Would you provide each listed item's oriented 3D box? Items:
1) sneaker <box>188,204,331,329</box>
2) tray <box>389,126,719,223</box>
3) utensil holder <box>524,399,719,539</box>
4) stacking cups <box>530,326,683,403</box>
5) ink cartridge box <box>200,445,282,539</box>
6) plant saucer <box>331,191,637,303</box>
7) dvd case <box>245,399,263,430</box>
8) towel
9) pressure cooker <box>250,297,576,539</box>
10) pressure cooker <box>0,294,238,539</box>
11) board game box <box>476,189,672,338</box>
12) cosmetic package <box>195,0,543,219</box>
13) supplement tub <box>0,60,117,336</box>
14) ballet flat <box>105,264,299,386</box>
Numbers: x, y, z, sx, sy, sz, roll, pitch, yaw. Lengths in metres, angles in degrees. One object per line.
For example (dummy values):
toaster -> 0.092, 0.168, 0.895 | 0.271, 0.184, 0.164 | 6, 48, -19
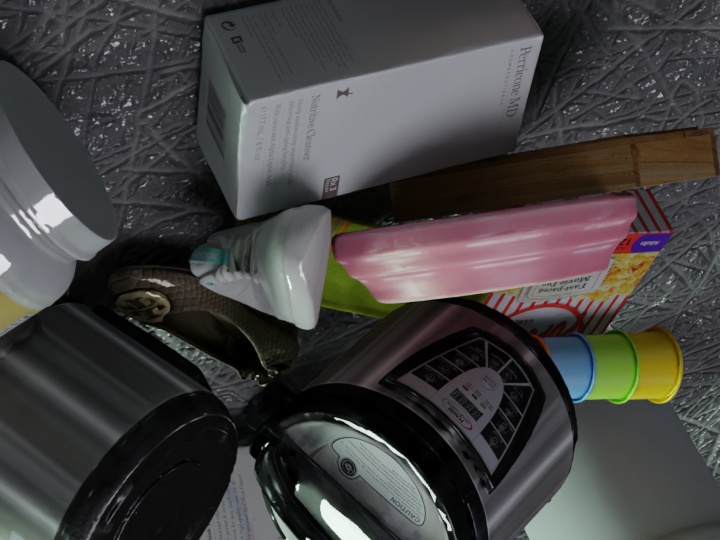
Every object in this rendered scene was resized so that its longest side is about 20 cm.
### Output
sneaker -> -0.066, -0.003, 1.371 | 0.088, 0.076, 0.200 | 11, 172, -3
tray -> 0.126, -0.063, 1.421 | 0.200, 0.037, 0.098 | -8, -179, 42
utensil holder -> 0.217, 0.196, 1.806 | 0.169, 0.200, 0.170 | -18, 145, -13
stacking cups -> 0.147, 0.076, 1.604 | 0.199, 0.061, 0.061 | -2, 140, -32
ink cartridge box -> -0.117, 0.197, 1.633 | 0.199, 0.117, 0.067 | -1, 166, -36
plant saucer -> 0.082, -0.013, 1.393 | 0.200, 0.051, 0.201 | -8, -179, 0
dvd case -> 0.031, 0.140, 1.660 | 0.199, 0.150, 0.025 | 5, 107, -39
towel -> 0.000, 0.000, 1.502 | 0.199, 0.018, 0.086 | 12, 135, -22
pressure cooker -> 0.032, 0.135, 1.446 | 0.200, 0.175, 0.179 | -39, 124, -42
pressure cooker -> -0.203, 0.109, 1.414 | 0.176, 0.200, 0.179 | -62, 157, 10
board game box -> 0.124, 0.023, 1.630 | 0.151, 0.046, 0.200 | -3, 140, -31
cosmetic package -> 0.004, -0.115, 1.338 | 0.199, 0.081, 0.113 | -15, 144, -17
supplement tub -> -0.256, -0.016, 1.239 | 0.200, 0.146, 0.145 | -32, 147, 9
ballet flat -> -0.107, 0.040, 1.495 | 0.067, 0.047, 0.200 | -6, 159, 29
